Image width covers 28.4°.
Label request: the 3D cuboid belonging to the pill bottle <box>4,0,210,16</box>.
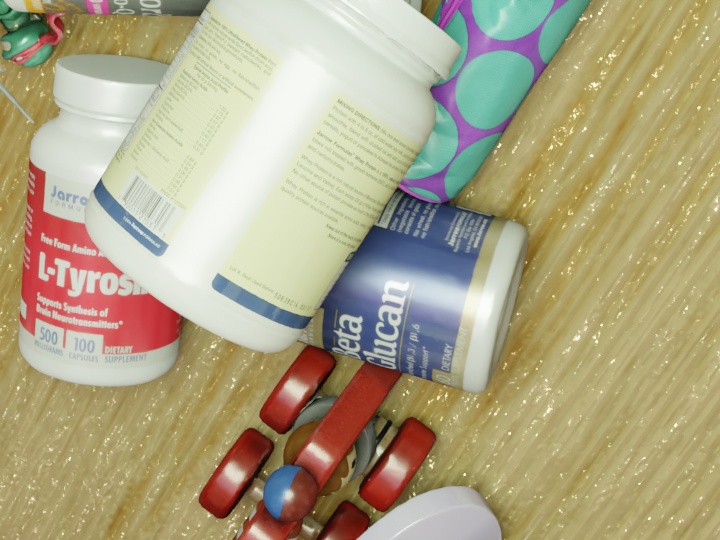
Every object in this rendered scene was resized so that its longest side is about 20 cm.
[{"bbox_3d":[-0.117,-0.213,0.857,0.197,0.117,0.118,0,107,-5],"label":"pill bottle"}]

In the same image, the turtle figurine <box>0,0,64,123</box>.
[{"bbox_3d":[-0.266,-0.190,0.937,0.201,0.100,0.149,57,156,-15],"label":"turtle figurine"}]

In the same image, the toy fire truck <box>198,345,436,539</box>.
[{"bbox_3d":[-0.042,0.150,0.937,0.112,0.168,0.201,36,112,2],"label":"toy fire truck"}]

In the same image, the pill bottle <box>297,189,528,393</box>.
[{"bbox_3d":[0.000,0.000,0.912,0.197,0.111,0.113,15,110,11],"label":"pill bottle"}]

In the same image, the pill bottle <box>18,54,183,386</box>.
[{"bbox_3d":[-0.167,-0.035,0.946,0.111,0.112,0.203,12,109,11],"label":"pill bottle"}]

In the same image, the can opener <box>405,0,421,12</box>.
[{"bbox_3d":[0.016,-0.235,0.861,0.053,0.067,0.203,9,108,12],"label":"can opener"}]

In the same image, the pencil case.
[{"bbox_3d":[0.071,-0.140,0.862,0.091,0.085,0.201,18,115,-30],"label":"pencil case"}]

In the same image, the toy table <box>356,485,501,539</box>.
[{"bbox_3d":[0.043,0.257,0.946,0.181,0.117,0.202,4,123,-30],"label":"toy table"}]

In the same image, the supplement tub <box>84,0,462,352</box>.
[{"bbox_3d":[-0.047,-0.073,0.793,0.144,0.145,0.201,34,96,3],"label":"supplement tub"}]
